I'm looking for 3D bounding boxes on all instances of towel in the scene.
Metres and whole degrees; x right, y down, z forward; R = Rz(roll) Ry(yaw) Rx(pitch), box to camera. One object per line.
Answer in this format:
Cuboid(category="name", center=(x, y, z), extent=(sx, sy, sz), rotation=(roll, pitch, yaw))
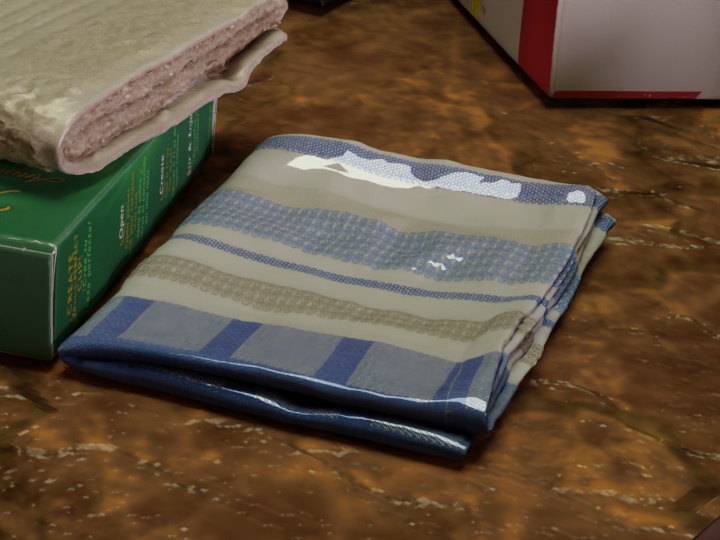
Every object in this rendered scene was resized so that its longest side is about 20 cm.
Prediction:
Cuboid(category="towel", center=(0.000, 0.000, 0.715), extent=(0.147, 0.024, 0.200), rotation=(11, 25, 14))
Cuboid(category="towel", center=(-0.115, -0.086, 0.761), extent=(0.132, 0.035, 0.200), rotation=(14, 26, 20))

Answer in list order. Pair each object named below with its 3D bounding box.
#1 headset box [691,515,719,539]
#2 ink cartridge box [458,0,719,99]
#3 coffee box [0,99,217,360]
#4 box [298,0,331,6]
Cuboid(category="headset box", center=(0.164, 0.099, 0.470), extent=(0.200, 0.077, 0.149), rotation=(19, 27, 29))
Cuboid(category="ink cartridge box", center=(0.133, -0.182, 0.993), extent=(0.145, 0.145, 0.200), rotation=(-2, 25, -15))
Cuboid(category="coffee box", center=(-0.134, -0.036, 0.738), extent=(0.123, 0.044, 0.200), rotation=(9, 24, 7))
Cuboid(category="box", center=(-0.035, -0.212, 1.103), extent=(0.141, 0.079, 0.200), rotation=(13, 25, 23))
